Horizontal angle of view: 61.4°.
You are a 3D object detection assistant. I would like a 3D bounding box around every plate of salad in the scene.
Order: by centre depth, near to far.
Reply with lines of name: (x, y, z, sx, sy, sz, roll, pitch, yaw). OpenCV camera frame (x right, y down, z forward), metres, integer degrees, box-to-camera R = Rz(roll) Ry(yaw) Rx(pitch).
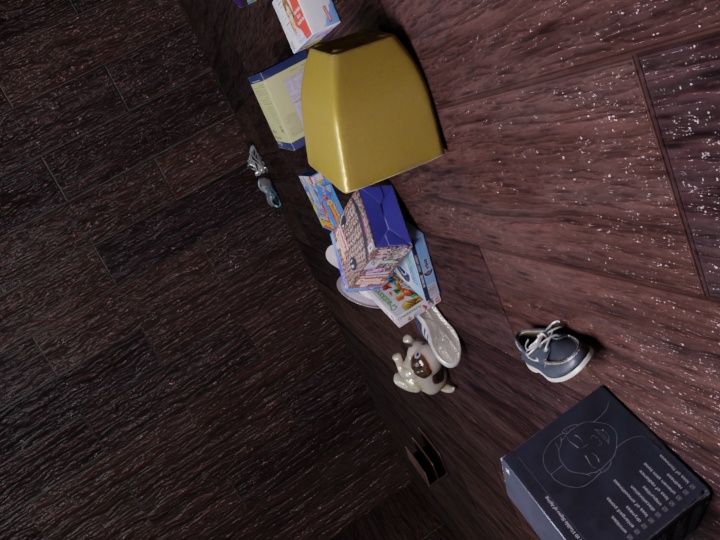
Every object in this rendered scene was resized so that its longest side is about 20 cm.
plate of salad: (0.025, 0.062, 1.737, 0.200, 0.194, 0.049, 49, 134, 48)

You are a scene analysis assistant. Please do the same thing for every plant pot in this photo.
plant pot: (0.005, -0.281, 1.009, 0.194, 0.191, 0.205, 44, 151, 56)

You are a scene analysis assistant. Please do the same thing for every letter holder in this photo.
letter holder: (0.273, 0.791, 2.598, 0.200, 0.099, 0.145, 43, 157, 59)

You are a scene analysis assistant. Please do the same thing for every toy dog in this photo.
toy dog: (0.175, 0.267, 1.678, 0.193, 0.139, 0.202, 42, 162, 23)

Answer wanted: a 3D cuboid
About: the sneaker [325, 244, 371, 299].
sneaker: (0.000, 0.000, 1.705, 0.200, 0.074, 0.115, 44, -166, 15)

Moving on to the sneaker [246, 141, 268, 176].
sneaker: (-0.563, -0.583, 3.164, 0.203, 0.087, 0.074, 60, 171, 19)

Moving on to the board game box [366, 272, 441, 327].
board game box: (0.101, 0.055, 1.516, 0.200, 0.124, 0.035, 43, 161, 58)

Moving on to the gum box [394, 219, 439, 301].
gum box: (0.106, -0.046, 1.454, 0.200, 0.044, 0.173, 45, 159, 55)

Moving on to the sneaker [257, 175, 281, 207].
sneaker: (-0.475, -0.421, 3.233, 0.086, 0.077, 0.202, 32, 158, 44)

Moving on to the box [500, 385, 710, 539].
box: (0.337, 0.315, 0.861, 0.201, 0.193, 0.126, 51, 166, 44)

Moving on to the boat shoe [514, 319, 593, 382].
boat shoe: (0.291, 0.119, 0.933, 0.062, 0.075, 0.200, 49, 178, -1)

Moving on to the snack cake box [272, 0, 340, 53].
snack cake box: (-0.116, -0.531, 1.242, 0.118, 0.066, 0.200, 66, 168, -16)

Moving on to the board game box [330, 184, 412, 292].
board game box: (0.019, -0.071, 1.393, 0.201, 0.094, 0.164, 125, 134, -53)

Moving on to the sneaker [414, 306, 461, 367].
sneaker: (0.193, 0.163, 1.505, 0.086, 0.073, 0.203, 78, 170, -53)

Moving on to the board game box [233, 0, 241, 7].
board game box: (-0.369, -0.847, 1.682, 0.201, 0.056, 0.168, 51, 164, 45)

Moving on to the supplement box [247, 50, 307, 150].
supplement box: (-0.180, -0.441, 1.586, 0.204, 0.132, 0.200, 66, 168, -20)

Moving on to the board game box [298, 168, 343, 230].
board game box: (-0.124, -0.238, 2.031, 0.200, 0.055, 0.200, 65, 169, -15)
